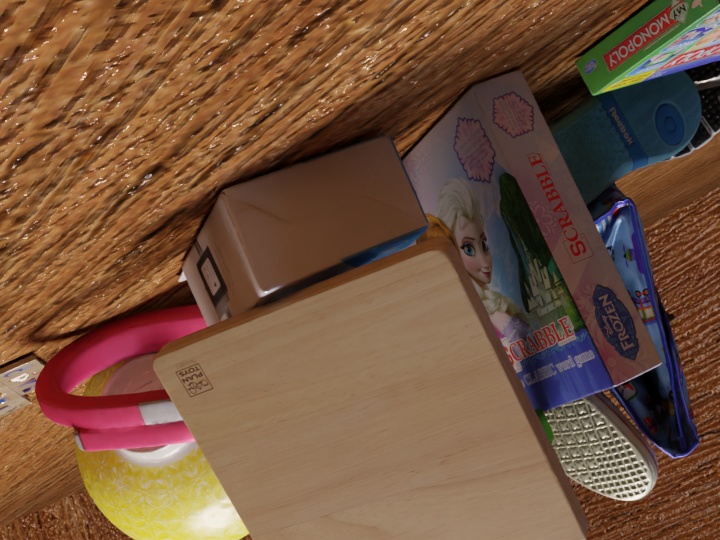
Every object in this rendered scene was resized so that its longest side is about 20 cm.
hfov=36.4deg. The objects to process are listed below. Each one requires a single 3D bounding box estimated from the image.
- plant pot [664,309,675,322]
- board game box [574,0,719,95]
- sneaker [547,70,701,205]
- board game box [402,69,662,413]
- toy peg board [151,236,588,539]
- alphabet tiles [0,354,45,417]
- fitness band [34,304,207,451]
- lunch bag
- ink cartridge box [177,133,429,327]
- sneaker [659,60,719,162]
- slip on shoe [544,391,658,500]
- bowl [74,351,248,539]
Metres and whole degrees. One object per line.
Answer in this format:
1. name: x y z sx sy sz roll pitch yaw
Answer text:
1. plant pot: 0.207 0.009 1.202 0.200 0.199 0.200 -26 172 -4
2. board game box: 0.254 -0.176 0.727 0.200 0.029 0.135 -20 170 -36
3. sneaker: 0.159 -0.093 0.841 0.200 0.080 0.130 -28 -174 -28
4. board game box: 0.091 0.000 0.740 0.041 0.200 0.200 -20 170 -24
5. toy peg board: 0.013 0.086 0.681 0.200 0.200 0.098 -21 -164 22
6. alphabet tiles: -0.331 0.118 0.894 0.167 0.008 0.200 -24 173 -13
7. fitness band: -0.132 0.071 0.782 0.199 0.038 0.144 -7 -155 13
8. lunch bag: 0.196 0.046 0.825 0.094 0.200 0.151 -25 -175 11
9. ink cartridge box: -0.046 -0.009 0.726 0.116 0.067 0.200 -22 172 -21
10. sneaker: 0.291 -0.147 0.887 0.200 0.074 0.080 -29 174 24
11. slip on shoe: 0.149 0.090 0.823 0.061 0.200 0.074 -15 135 -38
12. bowl: -0.150 0.119 0.881 0.200 0.200 0.108 -26 155 3
